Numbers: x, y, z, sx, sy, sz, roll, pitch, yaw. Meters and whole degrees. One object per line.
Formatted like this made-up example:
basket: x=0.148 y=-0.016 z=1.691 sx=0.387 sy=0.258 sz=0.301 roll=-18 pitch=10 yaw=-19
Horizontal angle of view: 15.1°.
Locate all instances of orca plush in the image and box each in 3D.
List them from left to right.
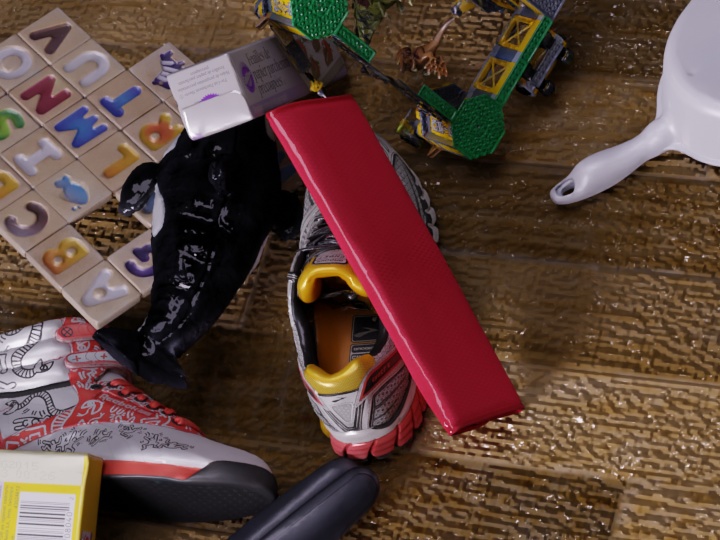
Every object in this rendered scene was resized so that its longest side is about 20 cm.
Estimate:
orca plush: x=-0.095 y=-0.036 z=1.524 sx=0.105 sy=0.071 sz=0.200 roll=25 pitch=55 yaw=14

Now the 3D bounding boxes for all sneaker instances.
sneaker: x=-0.134 y=0.079 z=1.511 sx=0.200 sy=0.067 sz=0.108 roll=-1 pitch=62 yaw=23
sneaker: x=0.000 y=0.000 z=1.500 sx=0.077 sy=0.082 sz=0.201 roll=-13 pitch=56 yaw=13

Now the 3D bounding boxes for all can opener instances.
can opener: x=-0.070 y=0.171 z=1.440 sx=0.200 sy=0.079 sz=0.063 roll=-46 pitch=29 yaw=-17

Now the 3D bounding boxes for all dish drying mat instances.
dish drying mat: x=0.018 y=-0.004 z=1.459 sx=0.018 sy=0.077 sz=0.201 roll=-35 pitch=77 yaw=31

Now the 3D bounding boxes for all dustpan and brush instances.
dustpan and brush: x=0.193 y=-0.095 z=1.511 sx=0.199 sy=0.057 sz=0.140 roll=-25 pitch=53 yaw=-3

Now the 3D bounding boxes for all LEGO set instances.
LEGO set: x=0.016 y=-0.161 z=1.544 sx=0.116 sy=0.199 sz=0.154 roll=24 pitch=89 yaw=56

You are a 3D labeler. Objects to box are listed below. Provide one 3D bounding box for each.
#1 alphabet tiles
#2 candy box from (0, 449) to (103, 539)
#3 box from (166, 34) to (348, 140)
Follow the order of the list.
alphabet tiles: x=-0.154 y=-0.073 z=1.598 sx=0.167 sy=0.008 sz=0.200 roll=-36 pitch=64 yaw=-25
candy box: x=-0.195 y=0.196 z=1.449 sx=0.102 sy=0.026 sz=0.201 roll=1 pitch=80 yaw=24
box: x=-0.055 y=-0.110 z=1.531 sx=0.041 sy=0.200 sz=0.039 roll=-20 pitch=95 yaw=17
